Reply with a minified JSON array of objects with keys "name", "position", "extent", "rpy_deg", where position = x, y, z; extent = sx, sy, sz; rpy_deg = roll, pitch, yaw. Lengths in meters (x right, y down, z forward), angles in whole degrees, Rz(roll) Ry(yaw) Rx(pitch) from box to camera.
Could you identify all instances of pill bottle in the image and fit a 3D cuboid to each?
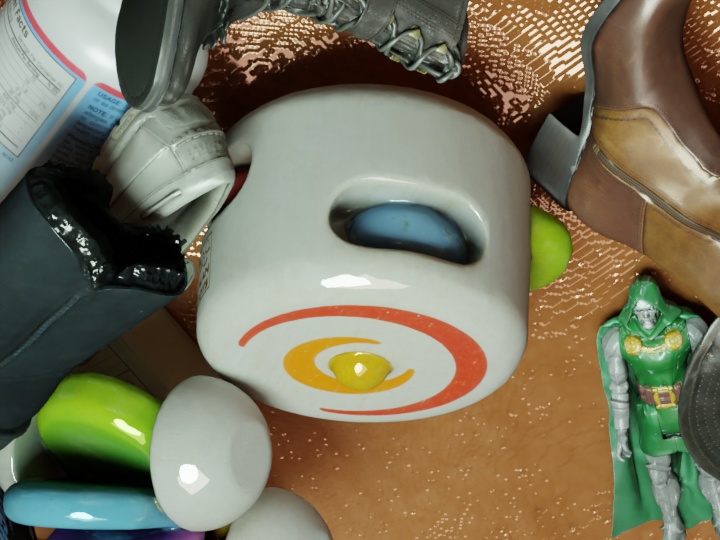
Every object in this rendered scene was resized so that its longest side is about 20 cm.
[{"name":"pill bottle","position":[-0.151,-0.104,1.200],"extent":[0.108,0.109,0.200],"rpy_deg":[31,120,-20]}]

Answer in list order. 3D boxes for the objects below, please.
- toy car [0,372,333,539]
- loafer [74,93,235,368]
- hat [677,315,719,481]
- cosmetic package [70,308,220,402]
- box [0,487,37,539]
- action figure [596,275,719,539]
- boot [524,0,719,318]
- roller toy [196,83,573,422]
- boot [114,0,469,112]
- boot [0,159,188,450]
[{"name":"toy car","position":[-0.126,0.153,1.245],"extent":[0.174,0.150,0.201],"rpy_deg":[1,134,35]},{"name":"loafer","position":[-0.125,-0.007,1.193],"extent":[0.070,0.070,0.200],"rpy_deg":[-16,150,-40]},{"name":"hat","position":[0.279,0.052,1.320],"extent":[0.199,0.081,0.202],"rpy_deg":[-2,124,-4]},{"name":"cosmetic package","position":[-0.156,0.067,1.345],"extent":[0.103,0.073,0.200],"rpy_deg":[-27,121,18]},{"name":"box","position":[-0.241,0.120,1.306],"extent":[0.049,0.200,0.199],"rpy_deg":[-25,123,0]},{"name":"action figure","position":[0.190,0.088,1.369],"extent":[0.117,0.055,0.201],"rpy_deg":[-11,121,12]},{"name":"boot","position":[0.198,-0.059,1.191],"extent":[0.200,0.068,0.189],"rpy_deg":[38,125,17]},{"name":"roller toy","position":[0.000,0.000,1.220],"extent":[0.199,0.141,0.182],"rpy_deg":[-12,149,26]},{"name":"boot","position":[-0.021,-0.139,1.120],"extent":[0.173,0.201,0.069],"rpy_deg":[26,155,-22]},{"name":"boot","position":[-0.205,-0.001,1.116],"extent":[0.199,0.077,0.168],"rpy_deg":[29,126,-29]}]
